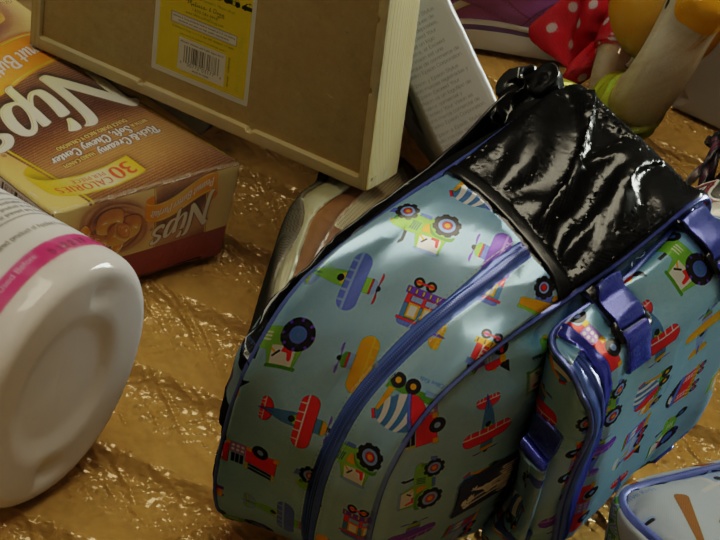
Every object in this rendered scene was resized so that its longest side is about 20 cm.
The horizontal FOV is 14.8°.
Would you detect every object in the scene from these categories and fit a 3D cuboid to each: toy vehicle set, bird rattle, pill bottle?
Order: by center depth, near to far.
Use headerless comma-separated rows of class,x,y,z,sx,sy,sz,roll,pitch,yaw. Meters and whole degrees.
pill bottle,-0.197,0.003,1.132,0.199,0.114,0.113,28,34,22
toy vehicle set,-0.064,-0.129,1.266,0.199,0.125,0.026,25,34,26
bird rattle,0.155,-0.120,1.445,0.112,0.163,0.200,32,41,-5

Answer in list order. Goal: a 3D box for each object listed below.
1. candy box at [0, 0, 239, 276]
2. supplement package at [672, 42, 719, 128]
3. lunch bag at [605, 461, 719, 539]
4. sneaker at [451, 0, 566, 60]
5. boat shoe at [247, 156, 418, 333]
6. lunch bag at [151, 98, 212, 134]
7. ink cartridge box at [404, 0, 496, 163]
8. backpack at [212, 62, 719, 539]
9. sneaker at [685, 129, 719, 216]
candy box,-0.166,-0.065,1.310,0.115,0.056,0.200,-18,42,-43
supplement package,0.295,-0.132,1.507,0.199,0.157,0.111,27,33,22
lunch bag,0.198,0.131,1.115,0.199,0.076,0.160,-8,35,-32
sneaker,0.047,-0.184,1.534,0.199,0.115,0.073,1,35,-18
boat shoe,0.000,0.000,1.257,0.073,0.076,0.200,20,32,4
lunch bag,-0.095,-0.174,1.386,0.075,0.201,0.161,12,29,-31
ink cartridge box,0.014,-0.138,1.341,0.040,0.201,0.200,-25,21,-1
backpack,0.040,0.043,1.110,0.134,0.183,0.200,41,54,20
sneaker,0.194,-0.042,1.378,0.199,0.081,0.075,-24,73,-47
